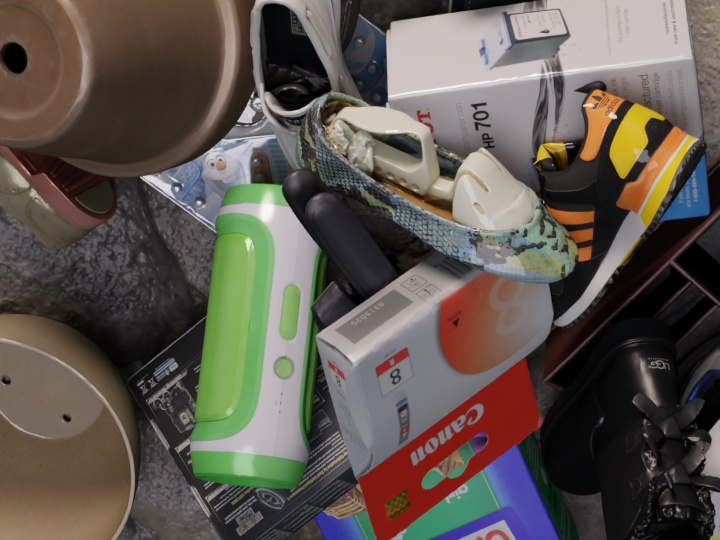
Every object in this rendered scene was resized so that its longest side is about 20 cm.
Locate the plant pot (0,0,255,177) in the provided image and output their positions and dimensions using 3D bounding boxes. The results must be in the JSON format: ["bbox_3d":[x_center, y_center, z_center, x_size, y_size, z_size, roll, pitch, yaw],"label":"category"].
[{"bbox_3d":[-0.187,-0.151,1.286,0.199,0.175,0.201,5,103,20],"label":"plant pot"}]

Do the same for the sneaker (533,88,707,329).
[{"bbox_3d":[0.147,-0.044,1.275,0.090,0.070,0.200,37,144,6],"label":"sneaker"}]

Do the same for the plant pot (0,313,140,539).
[{"bbox_3d":[-0.249,0.112,1.453,0.199,0.135,0.201,3,113,7],"label":"plant pot"}]

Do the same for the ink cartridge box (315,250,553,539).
[{"bbox_3d":[0.062,0.083,1.303,0.162,0.050,0.200,-34,130,-23],"label":"ink cartridge box"}]

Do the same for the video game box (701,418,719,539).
[{"bbox_3d":[0.297,0.169,1.404,0.182,0.047,0.200,17,120,-34],"label":"video game box"}]

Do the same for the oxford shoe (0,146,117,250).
[{"bbox_3d":[-0.268,-0.093,1.405,0.200,0.071,0.074,48,125,-7],"label":"oxford shoe"}]

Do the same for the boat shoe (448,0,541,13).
[{"bbox_3d":[0.112,-0.212,1.304,0.074,0.062,0.200,24,117,-6],"label":"boat shoe"}]

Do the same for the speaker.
[{"bbox_3d":[-0.068,0.046,1.347,0.088,0.088,0.201,5,79,6],"label":"speaker"}]

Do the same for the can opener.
[{"bbox_3d":[0.000,0.000,1.273,0.063,0.200,0.079,37,77,30],"label":"can opener"}]

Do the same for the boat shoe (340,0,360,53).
[{"bbox_3d":[-0.031,-0.232,1.300,0.067,0.057,0.201,2,104,-1],"label":"boat shoe"}]

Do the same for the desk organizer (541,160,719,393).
[{"bbox_3d":[0.218,0.019,1.381,0.072,0.077,0.200,39,113,-10],"label":"desk organizer"}]

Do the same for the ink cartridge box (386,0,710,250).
[{"bbox_3d":[0.127,-0.101,1.313,0.199,0.086,0.147,-8,135,9],"label":"ink cartridge box"}]

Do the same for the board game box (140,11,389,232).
[{"bbox_3d":[-0.083,-0.121,1.390,0.200,0.026,0.200,36,113,-8],"label":"board game box"}]

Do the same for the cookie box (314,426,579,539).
[{"bbox_3d":[0.051,0.160,1.465,0.171,0.075,0.200,-21,109,16],"label":"cookie box"}]

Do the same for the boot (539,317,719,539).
[{"bbox_3d":[0.182,0.147,1.339,0.073,0.163,0.199,4,141,-13],"label":"boot"}]

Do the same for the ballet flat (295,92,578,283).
[{"bbox_3d":[0.048,-0.056,1.235,0.199,0.074,0.074,23,115,12],"label":"ballet flat"}]

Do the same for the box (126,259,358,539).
[{"bbox_3d":[-0.048,0.085,1.401,0.200,0.044,0.160,-39,68,10],"label":"box"}]

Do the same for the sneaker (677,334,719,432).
[{"bbox_3d":[0.291,0.055,1.382,0.075,0.088,0.200,33,112,-5],"label":"sneaker"}]

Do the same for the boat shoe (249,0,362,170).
[{"bbox_3d":[-0.037,-0.120,1.303,0.072,0.066,0.200,10,138,12],"label":"boat shoe"}]
